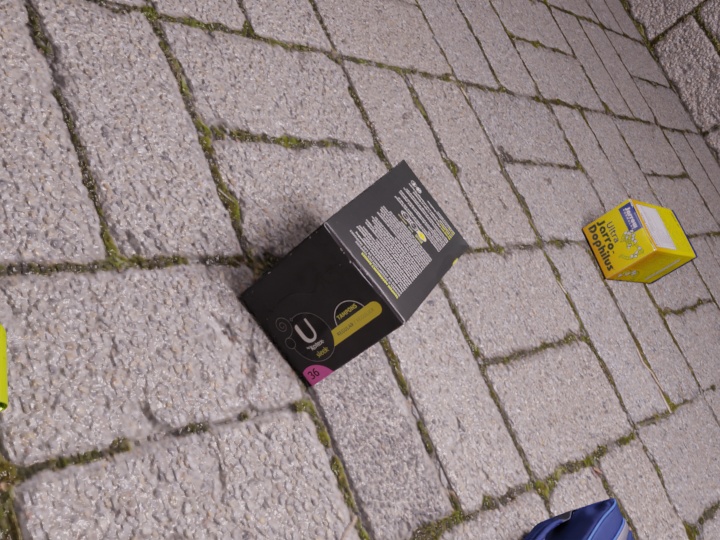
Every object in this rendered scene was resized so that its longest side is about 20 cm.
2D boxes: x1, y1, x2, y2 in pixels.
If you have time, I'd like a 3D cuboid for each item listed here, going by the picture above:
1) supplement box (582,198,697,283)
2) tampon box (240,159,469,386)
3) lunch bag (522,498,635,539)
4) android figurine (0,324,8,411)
[{"bbox_3d":[0.527,-0.051,1.578,0.198,0.109,0.110,5,57,-47],"label":"supplement box"},{"bbox_3d":[0.000,0.000,0.904,0.127,0.149,0.200,51,36,-2],"label":"tampon box"},{"bbox_3d":[0.218,0.337,0.890,0.199,0.135,0.133,-23,78,-52],"label":"lunch bag"},{"bbox_3d":[-0.334,0.056,0.575,0.180,0.041,0.203,14,54,-42],"label":"android figurine"}]
